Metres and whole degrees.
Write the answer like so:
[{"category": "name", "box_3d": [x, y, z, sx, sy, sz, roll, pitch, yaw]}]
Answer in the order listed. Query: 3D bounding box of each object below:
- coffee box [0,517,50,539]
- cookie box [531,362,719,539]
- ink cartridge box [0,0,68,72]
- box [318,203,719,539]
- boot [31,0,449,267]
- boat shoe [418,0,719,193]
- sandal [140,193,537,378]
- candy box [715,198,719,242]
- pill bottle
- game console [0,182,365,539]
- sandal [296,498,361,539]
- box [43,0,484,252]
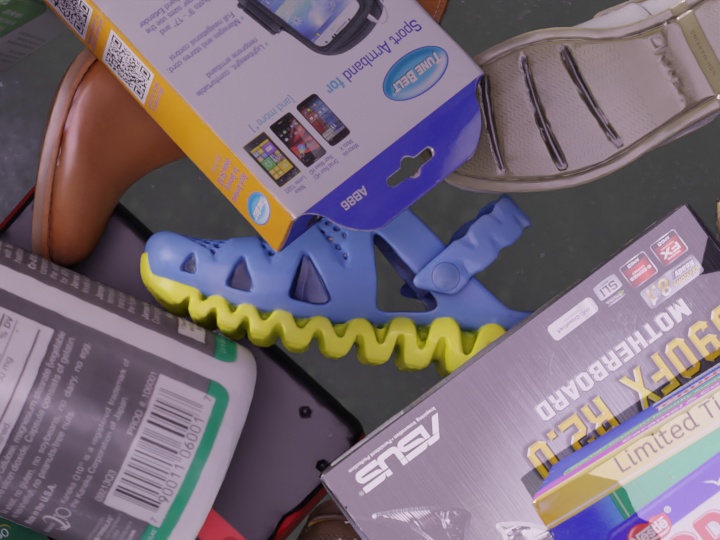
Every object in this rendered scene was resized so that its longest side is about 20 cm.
[{"category": "coffee box", "box_3d": [-0.212, 0.135, 1.266, 0.200, 0.044, 0.123, 41, 127, 4]}, {"category": "cookie box", "box_3d": [0.195, 0.127, 1.117, 0.171, 0.075, 0.200, -33, 89, 12]}, {"category": "ink cartridge box", "box_3d": [-0.245, -0.097, 1.236, 0.200, 0.145, 0.088, -34, 88, 6]}, {"category": "box", "box_3d": [0.107, 0.092, 1.192, 0.200, 0.048, 0.158, -36, 89, 1]}, {"category": "boot", "box_3d": [-0.056, -0.073, 1.256, 0.155, 0.077, 0.200, 22, 78, -1]}, {"category": "boat shoe", "box_3d": [0.123, -0.084, 1.240, 0.200, 0.068, 0.075, -18, 87, 8]}, {"category": "sandal", "box_3d": [0.000, 0.000, 1.248, 0.200, 0.079, 0.087, 8, 89, -11]}, {"category": "candy box", "box_3d": [0.223, 0.063, 1.241, 0.115, 0.055, 0.200, -3, 91, 5]}, {"category": "pill bottle", "box_3d": [-0.156, 0.047, 1.203, 0.200, 0.113, 0.113, 25, 94, -11]}, {"category": "game console", "box_3d": [-0.125, 0.077, 1.292, 0.200, 0.031, 0.177, 42, 89, 2]}, {"category": "sandal", "box_3d": [0.011, 0.123, 1.262, 0.201, 0.080, 0.057, -40, 67, 1]}, {"category": "box", "box_3d": [-0.042, -0.101, 1.192, 0.119, 0.041, 0.200, -38, 82, -26]}]
